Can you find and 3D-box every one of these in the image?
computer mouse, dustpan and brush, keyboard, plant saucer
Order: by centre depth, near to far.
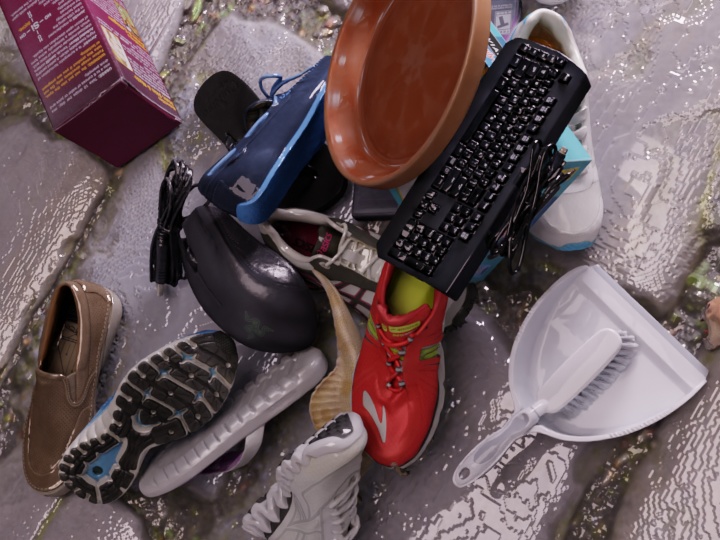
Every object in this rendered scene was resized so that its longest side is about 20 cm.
[{"bbox_3d":[0.097,-0.077,0.839,0.104,0.040,0.200,29,83,23],"label":"keyboard"},{"bbox_3d":[0.036,-0.159,0.892,0.200,0.032,0.201,-27,58,51],"label":"plant saucer"},{"bbox_3d":[0.151,0.100,0.908,0.200,0.057,0.140,-45,64,5],"label":"dustpan and brush"},{"bbox_3d":[-0.122,0.008,1.010,0.200,0.053,0.139,36,131,26],"label":"computer mouse"}]

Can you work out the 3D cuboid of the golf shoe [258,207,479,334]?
[{"bbox_3d":[0.000,0.000,0.984,0.199,0.088,0.077,19,81,24],"label":"golf shoe"}]

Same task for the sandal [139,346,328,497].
[{"bbox_3d":[-0.105,0.143,1.002,0.202,0.083,0.050,-36,108,11],"label":"sandal"}]

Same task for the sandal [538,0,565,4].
[{"bbox_3d":[0.137,-0.321,1.029,0.082,0.050,0.203,-37,63,5],"label":"sandal"}]

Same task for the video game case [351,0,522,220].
[{"bbox_3d":[0.068,-0.143,1.035,0.142,0.019,0.201,-1,74,22],"label":"video game case"}]

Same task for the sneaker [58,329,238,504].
[{"bbox_3d":[-0.186,0.112,1.020,0.200,0.090,0.078,-40,108,18],"label":"sneaker"}]

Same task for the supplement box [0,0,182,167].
[{"bbox_3d":[-0.269,-0.215,1.139,0.086,0.110,0.200,-33,66,11],"label":"supplement box"}]

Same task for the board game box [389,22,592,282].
[{"bbox_3d":[0.077,-0.113,0.949,0.151,0.047,0.200,-51,60,38],"label":"board game box"}]

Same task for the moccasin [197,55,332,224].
[{"bbox_3d":[-0.071,-0.127,0.997,0.068,0.081,0.200,22,47,12],"label":"moccasin"}]

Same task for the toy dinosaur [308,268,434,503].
[{"bbox_3d":[0.008,0.097,0.946,0.101,0.058,0.201,-4,93,0],"label":"toy dinosaur"}]

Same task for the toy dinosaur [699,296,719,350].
[{"bbox_3d":[0.345,0.062,0.832,0.199,0.086,0.136,1,69,16],"label":"toy dinosaur"}]

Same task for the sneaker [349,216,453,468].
[{"bbox_3d":[0.028,0.050,0.885,0.077,0.085,0.201,8,87,13],"label":"sneaker"}]

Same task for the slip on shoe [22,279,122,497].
[{"bbox_3d":[-0.276,0.106,1.077,0.076,0.061,0.201,11,80,26],"label":"slip on shoe"}]

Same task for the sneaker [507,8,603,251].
[{"bbox_3d":[0.153,-0.113,0.947,0.076,0.081,0.201,-9,72,-6],"label":"sneaker"}]

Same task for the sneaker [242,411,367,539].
[{"bbox_3d":[-0.027,0.176,0.908,0.075,0.200,0.081,-34,74,-33],"label":"sneaker"}]

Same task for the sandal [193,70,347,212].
[{"bbox_3d":[-0.093,-0.120,1.077,0.200,0.045,0.075,42,92,26],"label":"sandal"}]
